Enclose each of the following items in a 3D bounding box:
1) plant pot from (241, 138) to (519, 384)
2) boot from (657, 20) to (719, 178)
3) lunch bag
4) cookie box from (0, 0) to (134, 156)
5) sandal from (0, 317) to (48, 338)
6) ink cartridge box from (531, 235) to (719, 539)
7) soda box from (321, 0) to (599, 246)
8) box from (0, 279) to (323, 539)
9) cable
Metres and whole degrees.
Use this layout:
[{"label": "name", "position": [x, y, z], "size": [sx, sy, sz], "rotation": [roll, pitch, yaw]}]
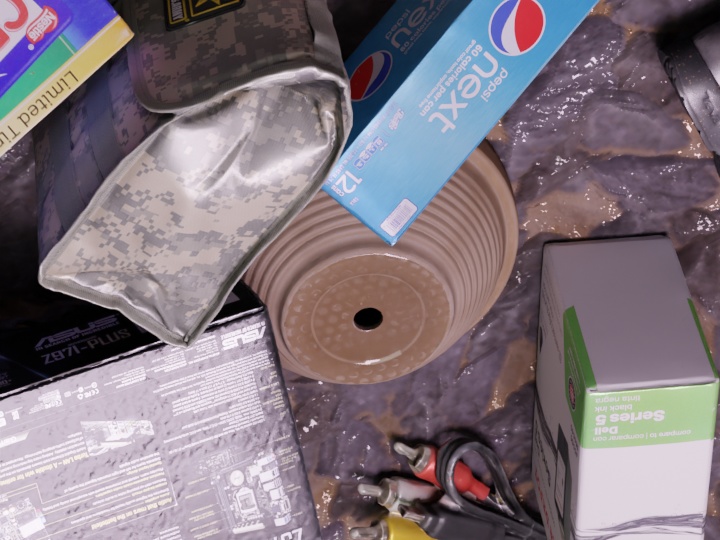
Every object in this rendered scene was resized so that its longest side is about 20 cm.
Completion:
[{"label": "plant pot", "position": [0.000, 0.000, 1.404], "size": [0.200, 0.093, 0.201], "rotation": [-4, 127, -6]}, {"label": "boot", "position": [0.270, -0.085, 1.397], "size": [0.131, 0.070, 0.200], "rotation": [-28, 131, 7]}, {"label": "lunch bag", "position": [-0.087, -0.089, 1.275], "size": [0.117, 0.164, 0.200], "rotation": [27, 119, -27]}, {"label": "cookie box", "position": [-0.244, -0.137, 1.190], "size": [0.171, 0.075, 0.200], "rotation": [-44, 106, -13]}, {"label": "sandal", "position": [-0.210, 0.054, 1.423], "size": [0.200, 0.043, 0.076], "rotation": [5, 127, -39]}, {"label": "ink cartridge box", "position": [0.161, 0.101, 1.472], "size": [0.084, 0.146, 0.200], "rotation": [-4, 128, -5]}, {"label": "soda box", "position": [0.049, -0.117, 1.296], "size": [0.064, 0.068, 0.200], "rotation": [39, 93, -32]}, {"label": "box", "position": [-0.138, 0.110, 1.347], "size": [0.200, 0.086, 0.164], "rotation": [-19, 111, -14]}, {"label": "cable", "position": [0.090, 0.161, 1.590], "size": [0.200, 0.050, 0.097], "rotation": [19, 106, -36]}]
